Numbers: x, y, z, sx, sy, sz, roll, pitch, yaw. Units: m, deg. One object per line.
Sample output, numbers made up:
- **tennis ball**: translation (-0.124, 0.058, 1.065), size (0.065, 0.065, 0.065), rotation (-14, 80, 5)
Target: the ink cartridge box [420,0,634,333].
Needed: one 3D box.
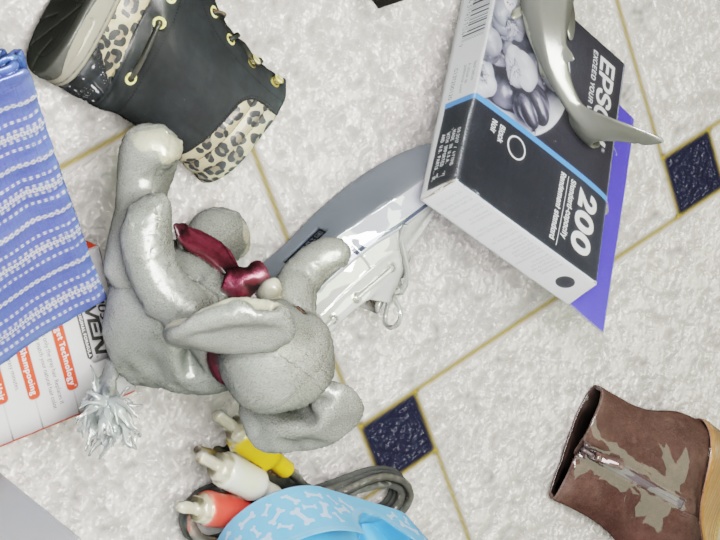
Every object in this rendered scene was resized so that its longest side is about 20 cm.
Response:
- **ink cartridge box**: translation (0.138, -0.088, 1.231), size (0.199, 0.043, 0.200), rotation (34, 54, -33)

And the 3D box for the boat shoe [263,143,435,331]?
- **boat shoe**: translation (0.002, 0.002, 1.192), size (0.202, 0.074, 0.086), rotation (-42, 118, -16)

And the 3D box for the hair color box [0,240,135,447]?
- **hair color box**: translation (-0.247, 0.059, 1.056), size (0.198, 0.061, 0.103), rotation (-21, 110, -26)

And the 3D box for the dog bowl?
- **dog bowl**: translation (-0.022, 0.204, 1.194), size (0.111, 0.050, 0.199), rotation (-44, 143, 18)

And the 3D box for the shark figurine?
- **shark figurine**: translation (0.151, -0.192, 1.191), size (0.127, 0.089, 0.217), rotation (21, 57, -37)

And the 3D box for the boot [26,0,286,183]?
- **boot**: translation (-0.100, -0.172, 1.097), size (0.153, 0.073, 0.205), rotation (37, 84, -35)

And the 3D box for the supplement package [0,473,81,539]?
- **supplement package**: translation (-0.203, 0.250, 1.044), size (0.147, 0.191, 0.201), rotation (-41, 117, -17)

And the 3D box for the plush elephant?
- **plush elephant**: translation (-0.074, 0.026, 1.042), size (0.165, 0.153, 0.202), rotation (63, 38, -57)

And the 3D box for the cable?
- **cable**: translation (-0.046, 0.164, 1.201), size (0.199, 0.050, 0.098), rotation (23, 94, -34)

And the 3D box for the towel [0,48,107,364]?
- **towel**: translation (-0.220, -0.014, 0.959), size (0.144, 0.024, 0.201), rotation (-36, 141, -22)

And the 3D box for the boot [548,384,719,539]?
- **boot**: translation (0.217, 0.205, 1.387), size (0.165, 0.072, 0.202), rotation (20, 90, -21)

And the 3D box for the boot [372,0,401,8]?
- **boot**: translation (0.036, -0.290, 1.163), size (0.138, 0.077, 0.201), rotation (48, 61, -26)
